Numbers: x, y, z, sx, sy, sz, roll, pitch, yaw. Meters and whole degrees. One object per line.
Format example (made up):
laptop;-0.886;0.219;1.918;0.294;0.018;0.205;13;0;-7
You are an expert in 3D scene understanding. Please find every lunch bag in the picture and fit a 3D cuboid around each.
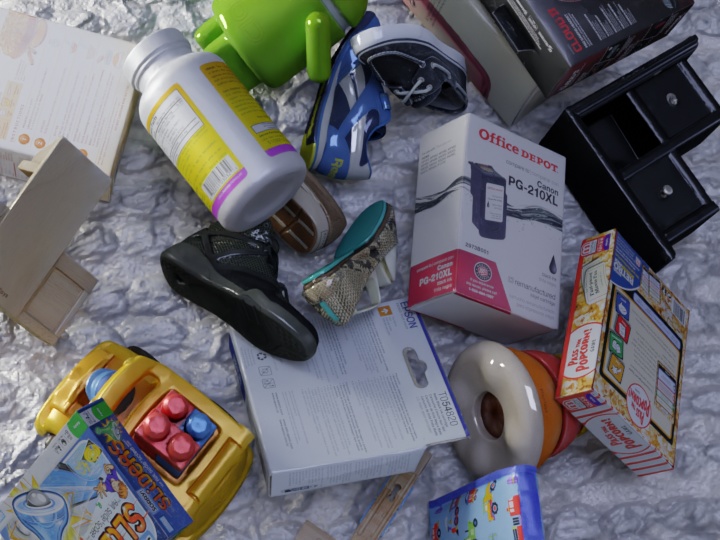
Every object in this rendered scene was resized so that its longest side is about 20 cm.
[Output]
lunch bag;0.132;0.272;1.240;0.093;0.200;0.152;1;70;-11

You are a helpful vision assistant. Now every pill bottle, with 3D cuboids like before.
pill bottle;-0.149;-0.143;1.321;0.104;0.104;0.201;-33;76;-21

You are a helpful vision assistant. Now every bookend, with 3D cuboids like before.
bookend;0.340;-0.123;1.486;0.198;0.092;0.201;-29;79;-20

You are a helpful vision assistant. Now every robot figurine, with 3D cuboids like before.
robot figurine;-0.077;-0.276;1.415;0.199;0.116;0.176;-37;39;7

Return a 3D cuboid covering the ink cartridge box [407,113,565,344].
ink cartridge box;0.134;-0.043;1.393;0.144;0.084;0.202;20;65;-32

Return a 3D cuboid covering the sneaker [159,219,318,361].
sneaker;-0.098;0.008;1.331;0.199;0.077;0.114;31;57;33

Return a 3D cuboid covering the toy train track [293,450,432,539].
toy train track;0.009;0.258;1.314;0.114;0.033;0.201;32;61;9

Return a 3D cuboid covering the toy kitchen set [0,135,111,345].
toy kitchen set;-0.364;-0.063;1.320;0.200;0.180;0.164;45;72;-37

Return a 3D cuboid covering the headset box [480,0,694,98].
headset box;0.228;-0.287;1.413;0.199;0.075;0.149;-28;78;-22

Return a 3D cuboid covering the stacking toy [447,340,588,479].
stacking toy;0.198;0.135;1.363;0.198;0.146;0.148;-7;71;-33

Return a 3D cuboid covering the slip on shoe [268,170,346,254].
slip on shoe;-0.093;-0.102;1.397;0.200;0.076;0.060;44;42;18

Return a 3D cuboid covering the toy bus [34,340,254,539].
toy bus;-0.197;0.144;1.224;0.199;0.192;0.136;38;69;5

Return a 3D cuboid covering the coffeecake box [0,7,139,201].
coffeecake box;-0.336;-0.176;1.373;0.198;0.073;0.155;14;68;-7

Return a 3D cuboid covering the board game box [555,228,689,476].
board game box;0.272;0.083;1.359;0.151;0.046;0.201;42;46;-30

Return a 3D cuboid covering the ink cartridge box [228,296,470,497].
ink cartridge box;-0.015;0.119;1.308;0.198;0.041;0.201;-8;45;-12

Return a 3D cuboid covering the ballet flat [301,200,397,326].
ballet flat;0.000;0.000;1.361;0.076;0.067;0.200;55;31;-11

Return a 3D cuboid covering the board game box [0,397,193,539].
board game box;-0.244;0.222;1.186;0.136;0.200;0.034;50;38;9

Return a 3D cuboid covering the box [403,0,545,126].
box;0.164;-0.288;1.499;0.127;0.109;0.201;-35;81;-23

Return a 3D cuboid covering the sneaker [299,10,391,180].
sneaker;-0.005;-0.186;1.451;0.081;0.074;0.202;19;72;-10

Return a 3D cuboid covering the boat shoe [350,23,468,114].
boat shoe;0.058;-0.209;1.425;0.071;0.199;0.069;-18;75;26
